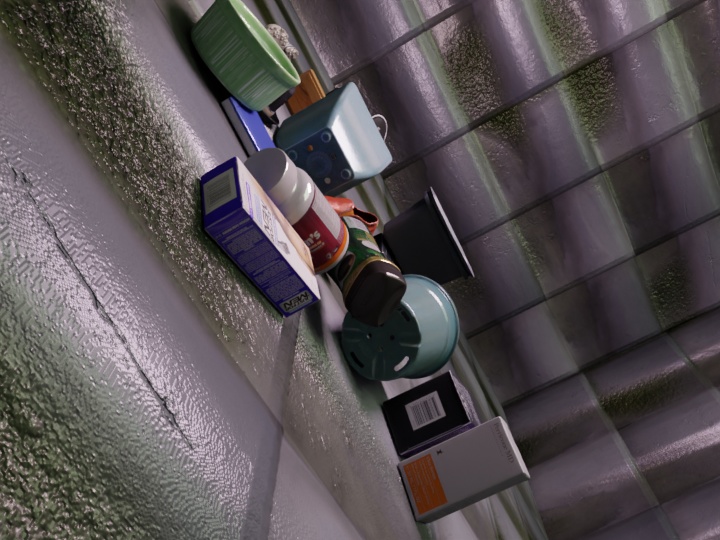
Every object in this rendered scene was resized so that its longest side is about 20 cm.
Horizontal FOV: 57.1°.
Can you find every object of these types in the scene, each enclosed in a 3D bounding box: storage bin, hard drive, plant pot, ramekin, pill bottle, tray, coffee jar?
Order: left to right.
[{"bbox_3d":[-0.205,-0.380,1.163,0.201,0.097,0.201,50,13,-15],"label":"ramekin"},{"bbox_3d":[-0.176,-0.216,1.194,0.203,0.025,0.132,62,10,-11],"label":"hard drive"},{"bbox_3d":[-0.103,-0.088,1.019,0.200,0.108,0.111,51,16,-49],"label":"pill bottle"},{"bbox_3d":[-0.121,-0.398,1.695,0.203,0.097,0.037,63,12,-3],"label":"tray"},{"bbox_3d":[-0.068,-0.250,1.393,0.198,0.193,0.201,60,19,-16],"label":"plant pot"},{"bbox_3d":[0.000,0.000,1.094,0.084,0.105,0.201,22,20,-32],"label":"coffee jar"},{"bbox_3d":[0.064,0.112,1.205,0.203,0.198,0.195,65,19,8],"label":"plant pot"},{"bbox_3d":[0.139,-0.056,1.424,0.203,0.132,0.146,62,11,-12],"label":"storage bin"}]

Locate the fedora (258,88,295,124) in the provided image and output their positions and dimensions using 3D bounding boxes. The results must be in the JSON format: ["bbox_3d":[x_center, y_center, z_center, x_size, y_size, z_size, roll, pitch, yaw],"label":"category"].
[{"bbox_3d":[-0.194,-0.410,1.377,0.203,0.090,0.201,61,10,-19],"label":"fedora"}]

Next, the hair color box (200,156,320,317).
[{"bbox_3d":[-0.133,-0.041,0.895,0.201,0.064,0.111,56,12,-45],"label":"hair color box"}]

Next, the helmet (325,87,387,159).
[{"bbox_3d":[-0.044,-0.387,1.800,0.187,0.201,0.203,2,54,-35],"label":"helmet"}]

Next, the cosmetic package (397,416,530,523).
[{"bbox_3d":[0.174,0.340,1.123,0.071,0.197,0.103,45,19,-58],"label":"cosmetic package"}]

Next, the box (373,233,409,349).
[{"bbox_3d":[0.049,0.045,1.430,0.203,0.103,0.148,62,10,-15],"label":"box"}]

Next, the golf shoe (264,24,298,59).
[{"bbox_3d":[-0.239,-0.620,1.778,0.097,0.078,0.200,47,3,7],"label":"golf shoe"}]

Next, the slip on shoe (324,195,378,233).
[{"bbox_3d":[-0.043,-0.117,1.277,0.198,0.061,0.075,26,23,-37],"label":"slip on shoe"}]

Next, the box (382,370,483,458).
[{"bbox_3d":[0.149,0.289,1.265,0.200,0.146,0.106,45,21,-59],"label":"box"}]
